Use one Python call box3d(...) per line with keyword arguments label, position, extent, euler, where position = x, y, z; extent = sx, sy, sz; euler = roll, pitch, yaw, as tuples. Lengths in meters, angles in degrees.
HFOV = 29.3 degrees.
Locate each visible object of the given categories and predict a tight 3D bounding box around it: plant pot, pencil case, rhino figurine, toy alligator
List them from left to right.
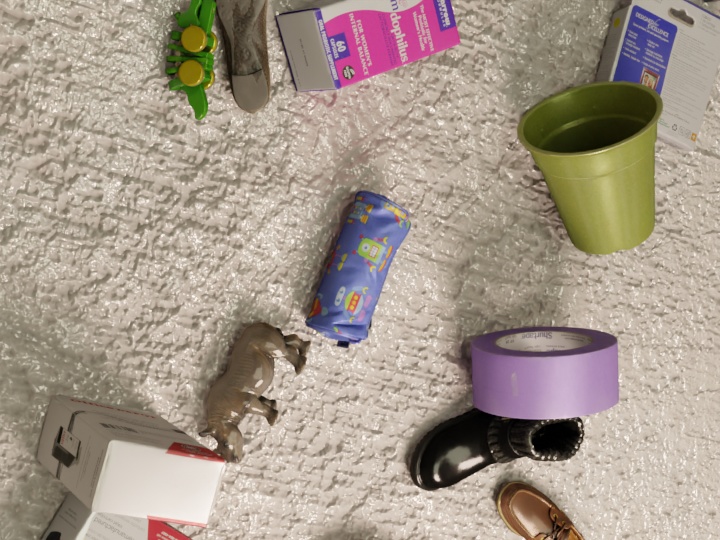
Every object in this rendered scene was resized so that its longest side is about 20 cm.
box3d(label="toy alligator", position=(-0.201, -0.280, 1.626), extent=(0.054, 0.059, 0.202), euler=(5, 94, 9))
box3d(label="rhino figurine", position=(-0.142, 0.157, 1.707), extent=(0.087, 0.060, 0.201), euler=(30, 80, -11))
box3d(label="pencil case", position=(0.000, 0.000, 1.764), extent=(0.086, 0.078, 0.201), euler=(21, 85, -2))
box3d(label="plant pot", position=(0.333, -0.132, 1.908), extent=(0.200, 0.200, 0.191), euler=(-34, 125, -24))

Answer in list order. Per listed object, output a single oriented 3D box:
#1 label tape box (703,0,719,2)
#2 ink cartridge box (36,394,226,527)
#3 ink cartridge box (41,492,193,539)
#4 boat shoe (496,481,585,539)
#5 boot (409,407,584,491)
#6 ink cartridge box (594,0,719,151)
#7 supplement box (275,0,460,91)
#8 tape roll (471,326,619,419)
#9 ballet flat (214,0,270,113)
box3d(label="label tape box", position=(0.604, -0.459, 2.006), extent=(0.143, 0.200, 0.066), euler=(-42, 117, -20))
box3d(label="ink cartridge box", position=(-0.264, 0.215, 1.560), extent=(0.146, 0.200, 0.083), euler=(15, 91, -31))
box3d(label="ink cartridge box", position=(-0.312, 0.368, 1.617), extent=(0.146, 0.083, 0.201), euler=(36, 77, -30))
box3d(label="boat shoe", position=(0.275, 0.373, 1.985), extent=(0.200, 0.067, 0.072), euler=(45, 73, -27))
box3d(label="boot", position=(0.183, 0.240, 1.860), extent=(0.210, 0.158, 0.080), euler=(-31, 111, -25))
box3d(label="ink cartridge box", position=(0.440, -0.301, 2.019), extent=(0.197, 0.047, 0.201), euler=(19, 85, -30))
box3d(label="supplement box", position=(0.012, -0.302, 1.722), extent=(0.199, 0.103, 0.102), euler=(-25, 107, -28))
box3d(label="tape roll", position=(0.249, 0.136, 1.864), extent=(0.199, 0.200, 0.086), euler=(-7, 99, -30))
box3d(label="ballet flat", position=(-0.138, -0.291, 1.669), extent=(0.067, 0.046, 0.201), euler=(-6, 94, 1))
